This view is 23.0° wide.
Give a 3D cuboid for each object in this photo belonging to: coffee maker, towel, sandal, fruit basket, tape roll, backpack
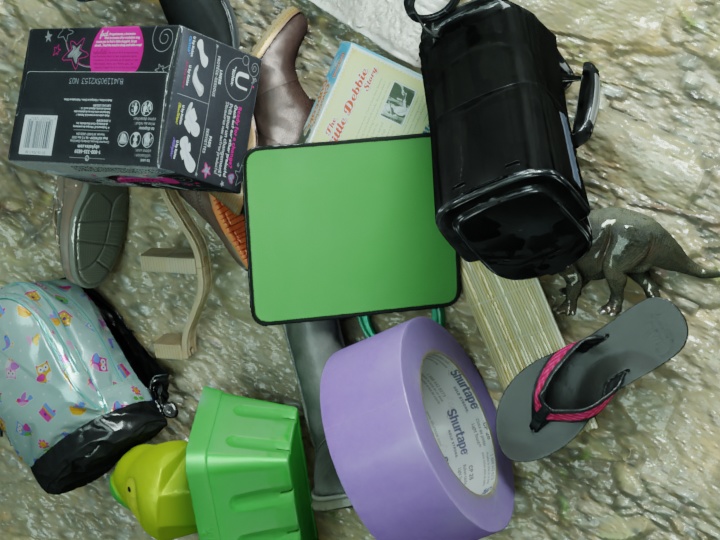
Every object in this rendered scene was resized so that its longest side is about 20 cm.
[{"bbox_3d":[0.107,-0.115,1.479,0.135,0.192,0.201,-42,39,37],"label":"coffee maker"},{"bbox_3d":[0.008,-0.292,1.627,0.200,0.034,0.133,35,107,16],"label":"towel"},{"bbox_3d":[0.192,0.092,1.526,0.200,0.045,0.075,-39,82,16],"label":"sandal"},{"bbox_3d":[-0.148,0.217,1.658,0.215,0.156,0.216,2,118,4],"label":"fruit basket"},{"bbox_3d":[0.052,0.148,1.558,0.085,0.200,0.201,-23,86,23],"label":"tape roll"},{"bbox_3d":[-0.295,0.101,1.736,0.167,0.126,0.200,-34,78,24],"label":"backpack"}]

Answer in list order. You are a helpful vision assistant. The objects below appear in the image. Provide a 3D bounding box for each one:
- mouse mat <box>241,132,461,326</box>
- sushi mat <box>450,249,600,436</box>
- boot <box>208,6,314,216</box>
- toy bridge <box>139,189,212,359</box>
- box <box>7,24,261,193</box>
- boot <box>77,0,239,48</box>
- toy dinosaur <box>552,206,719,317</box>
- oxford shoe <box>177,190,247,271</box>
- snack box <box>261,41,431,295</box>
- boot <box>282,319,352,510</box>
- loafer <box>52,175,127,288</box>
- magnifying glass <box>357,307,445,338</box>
[{"bbox_3d":[-0.006,-0.037,1.580,0.199,0.008,0.162,-5,100,-15],"label":"mouse mat"},{"bbox_3d":[0.145,0.062,1.593,0.096,0.012,0.201,-27,83,47],"label":"sushi mat"},{"bbox_3d":[-0.047,-0.128,1.653,0.166,0.072,0.201,26,82,-3],"label":"boot"},{"bbox_3d":[-0.177,-0.010,1.701,0.067,0.027,0.201,4,112,25],"label":"toy bridge"},{"bbox_3d":[-0.204,-0.143,1.601,0.199,0.115,0.133,5,84,39],"label":"box"},{"bbox_3d":[-0.196,-0.257,1.623,0.065,0.200,0.165,-21,87,22],"label":"boot"},{"bbox_3d":[0.215,-0.016,1.544,0.199,0.077,0.103,8,111,26],"label":"toy dinosaur"},{"bbox_3d":[-0.140,-0.083,1.699,0.073,0.071,0.201,-29,85,49],"label":"oxford shoe"},{"bbox_3d":[-0.003,-0.091,1.596,0.116,0.037,0.201,23,92,-19],"label":"snack box"},{"bbox_3d":[-0.028,0.110,1.612,0.072,0.182,0.201,-6,94,-9],"label":"boot"},{"bbox_3d":[-0.271,-0.084,1.749,0.063,0.072,0.201,7,91,38],"label":"loafer"},{"bbox_3d":[0.000,0.000,1.662,0.200,0.022,0.080,47,106,14],"label":"magnifying glass"}]
